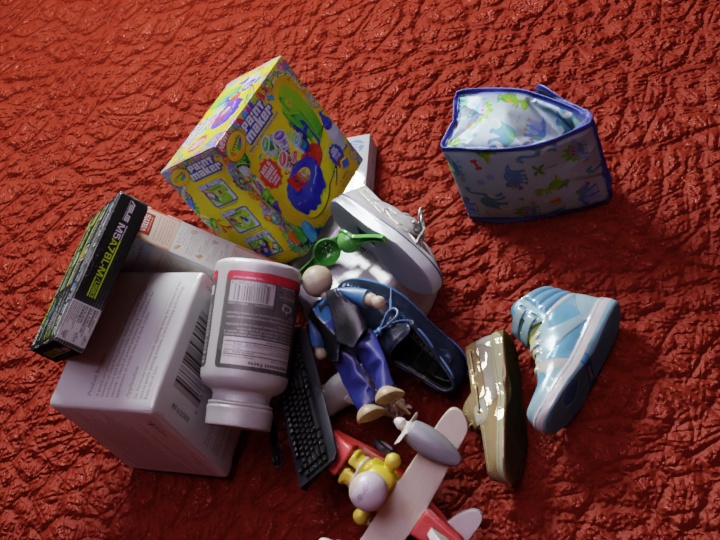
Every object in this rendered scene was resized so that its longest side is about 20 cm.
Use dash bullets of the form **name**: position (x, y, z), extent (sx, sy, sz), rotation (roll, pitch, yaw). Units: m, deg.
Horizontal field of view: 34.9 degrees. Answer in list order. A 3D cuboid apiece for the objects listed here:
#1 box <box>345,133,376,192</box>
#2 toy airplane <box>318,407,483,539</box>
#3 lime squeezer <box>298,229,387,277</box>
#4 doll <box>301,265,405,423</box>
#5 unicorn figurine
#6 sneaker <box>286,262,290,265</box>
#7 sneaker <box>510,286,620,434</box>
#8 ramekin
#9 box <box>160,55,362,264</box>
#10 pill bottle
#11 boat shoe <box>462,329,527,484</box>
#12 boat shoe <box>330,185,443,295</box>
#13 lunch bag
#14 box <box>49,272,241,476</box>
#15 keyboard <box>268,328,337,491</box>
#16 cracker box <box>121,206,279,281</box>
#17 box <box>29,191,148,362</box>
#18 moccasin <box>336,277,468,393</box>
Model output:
- **box**: position (-0.078, -0.118, 1.705), extent (0.198, 0.041, 0.157), rotation (-7, 52, 16)
- **toy airplane**: position (0.039, 0.269, 1.316), extent (0.197, 0.141, 0.202), rotation (-14, 69, 26)
- **lime squeezer**: position (-0.034, -0.026, 1.473), extent (0.199, 0.038, 0.071), rotation (-25, 8, 35)
- **doll**: position (-0.014, 0.077, 1.393), extent (0.137, 0.048, 0.201), rotation (-47, 61, 34)
- **unicorn figurine**: position (-0.017, 0.143, 1.464), extent (0.199, 0.074, 0.139), rotation (-28, 81, 35)
- **sneaker**: position (-0.179, -0.008, 1.611), extent (0.198, 0.107, 0.075), rotation (-27, 38, 9)
- **sneaker**: position (0.223, 0.103, 1.403), extent (0.130, 0.080, 0.201), rotation (19, 56, 30)
- **ramekin**: position (0.000, 0.000, 1.553), extent (0.198, 0.098, 0.202), rotation (-11, 52, 15)
- **box**: position (-0.129, -0.141, 1.548), extent (0.121, 0.193, 0.201), rotation (-17, 33, 42)
- **pill bottle**: position (-0.138, 0.093, 1.406), extent (0.109, 0.111, 0.203), rotation (3, 79, 24)
- **boat shoe**: position (0.159, 0.170, 1.391), extent (0.066, 0.074, 0.202), rotation (-16, 48, 24)
- **boat shoe**: position (0.053, -0.049, 1.465), extent (0.086, 0.075, 0.202), rotation (-34, 49, -21)
- **lunch bag**: position (0.227, -0.153, 1.523), extent (0.198, 0.170, 0.129), rotation (5, 61, 26)
- **box**: position (-0.254, 0.135, 1.488), extent (0.170, 0.200, 0.201), rotation (0, 57, 27)
- **keyboard**: position (-0.086, 0.179, 1.413), extent (0.127, 0.020, 0.201), rotation (-49, 41, 33)
- **cracker box**: position (-0.222, 0.005, 1.526), extent (0.198, 0.134, 0.058), rotation (23, 53, -12)
- **box**: position (-0.344, 0.013, 1.441), extent (0.193, 0.047, 0.202), rotation (-23, 44, 66)
- **moccasin**: position (0.051, 0.078, 1.430), extent (0.199, 0.081, 0.068), rotation (31, 26, 2)
